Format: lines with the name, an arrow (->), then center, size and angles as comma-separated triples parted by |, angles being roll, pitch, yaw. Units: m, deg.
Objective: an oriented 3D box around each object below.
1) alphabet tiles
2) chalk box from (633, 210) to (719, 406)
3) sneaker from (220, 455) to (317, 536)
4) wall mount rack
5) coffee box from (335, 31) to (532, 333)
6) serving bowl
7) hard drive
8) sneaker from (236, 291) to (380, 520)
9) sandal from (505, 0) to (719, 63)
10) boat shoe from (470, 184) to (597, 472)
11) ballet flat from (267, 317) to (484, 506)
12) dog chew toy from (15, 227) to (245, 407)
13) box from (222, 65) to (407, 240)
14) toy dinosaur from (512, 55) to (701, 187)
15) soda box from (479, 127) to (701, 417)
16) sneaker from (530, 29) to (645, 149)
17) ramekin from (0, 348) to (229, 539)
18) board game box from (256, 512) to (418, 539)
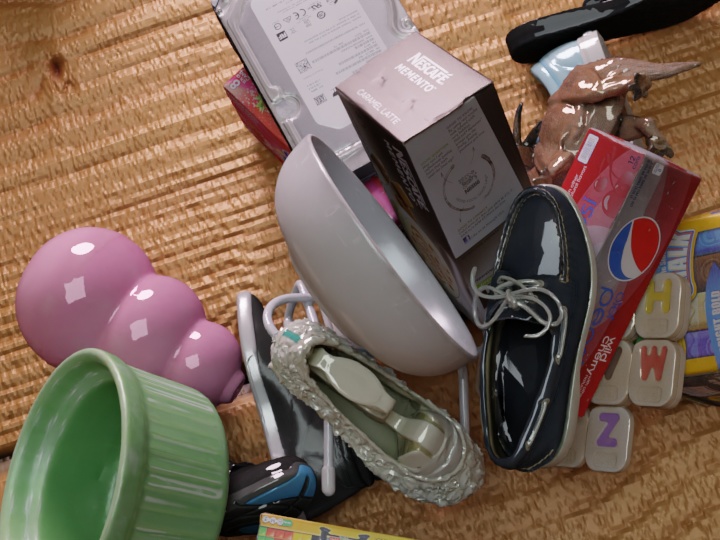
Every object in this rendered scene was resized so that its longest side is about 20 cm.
alphabet tiles -> 0.166, 0.055, 0.962 | 0.200, 0.015, 0.197 | -4, 74, 51
chalk box -> 0.286, 0.030, 0.942 | 0.199, 0.124, 0.124 | -12, 69, 40
sneaker -> -0.118, 0.172, 0.977 | 0.200, 0.073, 0.082 | -25, 57, 33
wall mount rack -> 0.018, 0.083, 0.968 | 0.199, 0.075, 0.174 | 2, 43, -21
coffee box -> 0.071, -0.062, 0.930 | 0.080, 0.200, 0.114 | -34, 39, -8
serving bowl -> 0.000, 0.000, 0.892 | 0.066, 0.200, 0.200 | -36, 72, 8
hard drive -> -0.019, -0.170, 1.013 | 0.139, 0.038, 0.200 | -28, 71, -2
sneaker -> -0.039, 0.101, 1.025 | 0.099, 0.071, 0.201 | -18, 72, -5
sandal -> 0.221, -0.233, 1.073 | 0.200, 0.075, 0.048 | -15, 76, 5
boat shoe -> 0.114, 0.037, 0.855 | 0.075, 0.062, 0.201 | 6, 88, 36
ballet flat -> 0.018, 0.108, 0.895 | 0.200, 0.072, 0.072 | 37, 81, -14
dog chew toy -> -0.186, 0.049, 1.037 | 0.199, 0.125, 0.125 | 29, 80, 8
box -> -0.011, -0.111, 1.063 | 0.100, 0.096, 0.200 | -43, 72, -5
toy dinosaur -> 0.168, -0.114, 0.984 | 0.200, 0.086, 0.136 | -50, 33, 6
soda box -> 0.166, 0.003, 0.911 | 0.063, 0.070, 0.201 | 38, 107, 49
sneaker -> 0.196, -0.099, 1.049 | 0.082, 0.074, 0.201 | -21, 68, 21
ramekin -> -0.183, 0.167, 0.930 | 0.200, 0.097, 0.201 | -29, 52, 45
board game box -> 0.033, 0.231, 0.921 | 0.199, 0.165, 0.057 | 7, 75, 12
